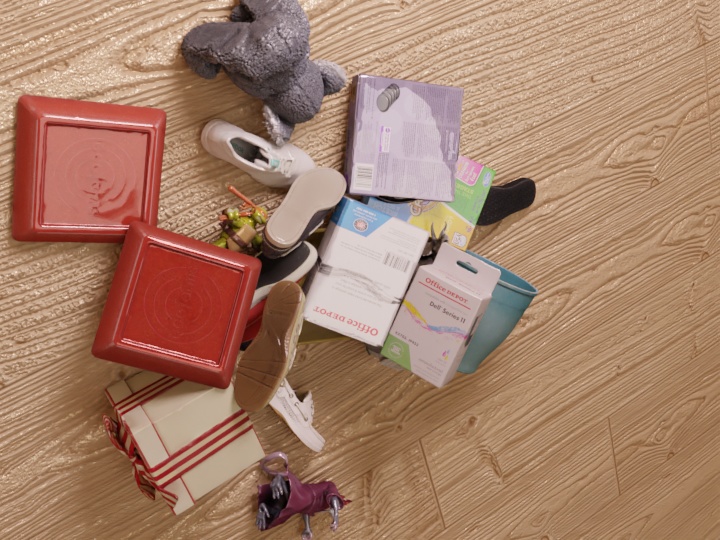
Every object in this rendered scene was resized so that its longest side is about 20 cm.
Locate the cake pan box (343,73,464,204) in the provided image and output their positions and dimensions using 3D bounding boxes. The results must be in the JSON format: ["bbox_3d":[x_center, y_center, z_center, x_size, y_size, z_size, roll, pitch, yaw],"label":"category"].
[{"bbox_3d":[0.070,-0.208,1.319,0.184,0.052,0.200,2,96,-16],"label":"cake pan box"}]

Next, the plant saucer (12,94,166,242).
[{"bbox_3d":[-0.371,-0.132,1.129,0.200,0.037,0.200,0,107,-32],"label":"plant saucer"}]

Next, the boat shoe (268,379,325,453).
[{"bbox_3d":[-0.109,0.236,1.399,0.069,0.071,0.200,-42,122,-11],"label":"boat shoe"}]

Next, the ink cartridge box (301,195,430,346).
[{"bbox_3d":[0.000,0.000,1.297,0.145,0.084,0.200,22,95,-15],"label":"ink cartridge box"}]

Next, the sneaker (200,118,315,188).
[{"bbox_3d":[-0.141,-0.167,1.232,0.200,0.088,0.075,16,97,-39],"label":"sneaker"}]

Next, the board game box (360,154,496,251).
[{"bbox_3d":[0.115,-0.138,1.389,0.200,0.040,0.153,20,91,-19],"label":"board game box"}]

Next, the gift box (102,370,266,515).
[{"bbox_3d":[-0.274,0.239,1.229,0.187,0.200,0.185,-29,114,-18],"label":"gift box"}]

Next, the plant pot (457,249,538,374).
[{"bbox_3d":[0.188,0.075,1.461,0.200,0.200,0.188,17,104,-34],"label":"plant pot"}]

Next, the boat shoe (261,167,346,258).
[{"bbox_3d":[-0.091,-0.090,1.255,0.073,0.063,0.200,37,48,1],"label":"boat shoe"}]

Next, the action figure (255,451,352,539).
[{"bbox_3d":[-0.102,0.411,1.470,0.200,0.134,0.149,8,59,-45],"label":"action figure"}]

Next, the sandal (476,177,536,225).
[{"bbox_3d":[0.251,-0.130,1.515,0.200,0.048,0.075,-15,113,-40],"label":"sandal"}]

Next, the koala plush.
[{"bbox_3d":[-0.118,-0.287,1.169,0.177,0.184,0.200,-46,135,-10],"label":"koala plush"}]

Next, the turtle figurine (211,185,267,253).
[{"bbox_3d":[-0.199,-0.049,1.245,0.161,0.064,0.200,-46,153,-2],"label":"turtle figurine"}]

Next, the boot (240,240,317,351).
[{"bbox_3d":[-0.139,0.044,1.297,0.200,0.072,0.144,-38,147,-2],"label":"boot"}]

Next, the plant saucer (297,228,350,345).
[{"bbox_3d":[-0.037,0.018,1.384,0.200,0.048,0.200,-4,108,-30],"label":"plant saucer"}]

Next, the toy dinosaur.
[{"bbox_3d":[0.089,0.011,1.377,0.200,0.102,0.077,-31,152,25],"label":"toy dinosaur"}]

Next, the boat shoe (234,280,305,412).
[{"bbox_3d":[-0.125,0.116,1.206,0.063,0.073,0.200,52,57,-68],"label":"boat shoe"}]

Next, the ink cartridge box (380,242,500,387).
[{"bbox_3d":[0.127,0.068,1.283,0.067,0.117,0.200,-9,124,-67],"label":"ink cartridge box"}]

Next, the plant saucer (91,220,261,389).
[{"bbox_3d":[-0.252,0.049,1.144,0.200,0.037,0.200,18,77,-19],"label":"plant saucer"}]

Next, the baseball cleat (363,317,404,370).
[{"bbox_3d":[0.103,0.119,1.386,0.070,0.200,0.107,-65,147,-46],"label":"baseball cleat"}]
